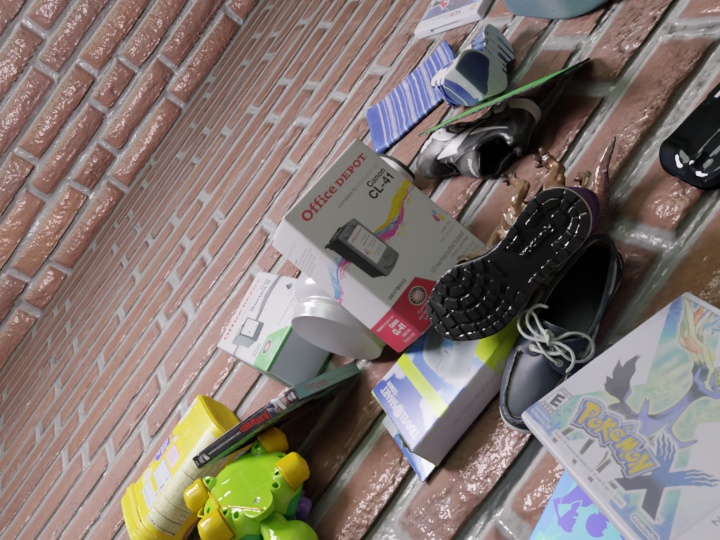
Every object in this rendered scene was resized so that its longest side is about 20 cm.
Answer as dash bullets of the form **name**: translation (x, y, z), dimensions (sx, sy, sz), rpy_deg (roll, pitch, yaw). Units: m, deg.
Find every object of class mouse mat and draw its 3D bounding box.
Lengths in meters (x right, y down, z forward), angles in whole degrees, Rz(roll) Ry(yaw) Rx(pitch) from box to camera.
- **mouse mat**: translation (0.186, -0.225, 0.898), dimensions (0.199, 0.008, 0.161), rpy_deg (-17, 12, 42)

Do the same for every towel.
- **towel**: translation (0.089, -0.302, 1.197), dimensions (0.200, 0.024, 0.145), rpy_deg (-39, 34, 26)

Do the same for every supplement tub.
- **supplement tub**: translation (0.000, 0.000, 0.902), dimensions (0.145, 0.145, 0.201), rpy_deg (-12, 50, 50)

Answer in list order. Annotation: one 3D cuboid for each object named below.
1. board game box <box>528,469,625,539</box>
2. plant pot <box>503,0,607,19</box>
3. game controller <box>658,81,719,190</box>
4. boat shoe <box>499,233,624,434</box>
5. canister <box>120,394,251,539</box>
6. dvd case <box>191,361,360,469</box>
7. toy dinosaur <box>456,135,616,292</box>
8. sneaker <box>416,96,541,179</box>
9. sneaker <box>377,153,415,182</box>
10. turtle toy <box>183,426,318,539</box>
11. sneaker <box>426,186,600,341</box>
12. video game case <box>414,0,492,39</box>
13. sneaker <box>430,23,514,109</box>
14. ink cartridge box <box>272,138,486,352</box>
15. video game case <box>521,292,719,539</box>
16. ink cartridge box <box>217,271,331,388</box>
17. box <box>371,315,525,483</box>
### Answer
- **board game box**: translation (0.185, 0.239, 0.500), dimensions (0.152, 0.045, 0.201), rpy_deg (16, 74, 59)
- **plant pot**: translation (0.285, -0.465, 0.928), dimensions (0.196, 0.196, 0.200), rpy_deg (-51, 40, 7)
- **game controller**: translation (0.375, -0.163, 0.648), dimensions (0.200, 0.042, 0.104), rpy_deg (-47, 16, 12)
- **boat shoe**: translation (0.188, 0.058, 0.645), dimensions (0.075, 0.062, 0.200), rpy_deg (31, 83, 28)
- **canister**: translation (-0.260, 0.304, 1.033), dimensions (0.200, 0.086, 0.148), rpy_deg (-55, 30, -3)
- **dvd case**: translation (-0.108, 0.188, 0.897), dimensions (0.200, 0.146, 0.022), rpy_deg (-39, 76, 26)
- **toy dinosaur**: translation (0.201, -0.048, 0.730), dimensions (0.200, 0.086, 0.136), rpy_deg (-32, 38, 25)
- **sneaker**: translation (0.148, -0.158, 0.926), dimensions (0.199, 0.066, 0.091), rpy_deg (-20, 42, 42)
- **sneaker**: translation (-0.002, -0.114, 1.076), dimensions (0.121, 0.084, 0.200), rpy_deg (-57, 22, -13)
- **turtle toy**: translation (-0.116, 0.288, 0.821), dimensions (0.145, 0.101, 0.200), rpy_deg (-34, 25, -16)
- **sneaker**: translation (0.153, -0.002, 0.668), dimensions (0.200, 0.076, 0.087), rpy_deg (-43, -12, 31)
- **video game case**: translation (0.200, -0.527, 1.263), dimensions (0.182, 0.023, 0.201), rpy_deg (9, 68, 57)
- **sneaker**: translation (0.155, -0.275, 1.012), dimensions (0.115, 0.081, 0.200), rpy_deg (-40, 11, 40)
- **ink cartridge box**: translation (0.021, -0.029, 0.792), dimensions (0.148, 0.200, 0.086), rpy_deg (-50, 1, -25)
- **video game case**: translation (0.240, 0.112, 0.508), dimensions (0.182, 0.022, 0.200), rpy_deg (-36, 26, -1)
- **ink cartridge box**: translation (-0.120, 0.089, 1.044), dimensions (0.200, 0.084, 0.146), rpy_deg (8, 66, 58)
- **box**: translation (0.094, 0.115, 0.753), dimensions (0.200, 0.048, 0.122), rpy_deg (-51, 30, 5)
